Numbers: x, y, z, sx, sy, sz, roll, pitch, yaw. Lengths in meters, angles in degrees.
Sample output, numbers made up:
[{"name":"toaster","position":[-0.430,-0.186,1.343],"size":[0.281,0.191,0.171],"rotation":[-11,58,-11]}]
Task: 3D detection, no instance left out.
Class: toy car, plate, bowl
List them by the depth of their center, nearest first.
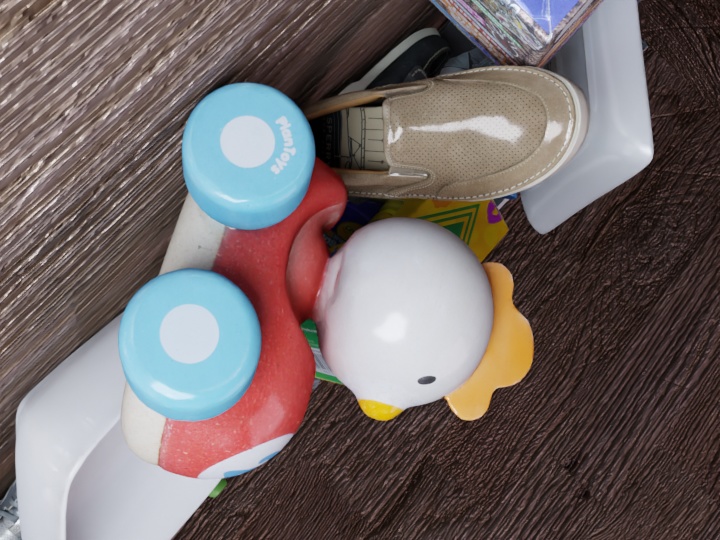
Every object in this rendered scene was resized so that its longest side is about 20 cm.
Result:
[{"name":"toy car","position":[-0.007,0.032,0.542],"size":[0.185,0.197,0.180],"rotation":[114,-9,-70]},{"name":"bowl","position":[-0.151,0.109,0.703],"size":[0.200,0.074,0.202],"rotation":[-46,156,-42]},{"name":"plate","position":[0.150,-0.147,0.799],"size":[0.032,0.204,0.200],"rotation":[-1,168,-13]}]

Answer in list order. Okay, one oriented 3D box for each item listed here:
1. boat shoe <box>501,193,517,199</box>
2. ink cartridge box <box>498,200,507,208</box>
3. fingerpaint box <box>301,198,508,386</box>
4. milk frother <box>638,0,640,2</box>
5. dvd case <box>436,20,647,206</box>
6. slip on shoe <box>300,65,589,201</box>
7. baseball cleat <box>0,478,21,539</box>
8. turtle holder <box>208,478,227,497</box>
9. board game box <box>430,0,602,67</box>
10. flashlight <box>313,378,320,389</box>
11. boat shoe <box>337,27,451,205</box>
[{"name":"boat shoe","position":[0.065,-0.118,0.871],"size":[0.083,0.199,0.069],"rotation":[22,99,-42]},{"name":"ink cartridge box","position":[0.036,-0.056,1.084],"size":[0.198,0.085,0.146],"rotation":[-15,156,-40]},{"name":"fingerpaint box","position":[-0.018,-0.008,0.795],"size":[0.167,0.074,0.199],"rotation":[-46,-153,-23]},{"name":"milk frother","position":[0.263,-0.349,0.914],"size":[0.188,0.178,0.203],"rotation":[-46,135,-42]},{"name":"dvd case","position":[0.130,-0.170,0.940],"size":[0.200,0.146,0.022],"rotation":[-48,180,20]},{"name":"slip on shoe","position":[0.033,-0.080,0.630],"size":[0.197,0.078,0.060],"rotation":[2,-177,30]},{"name":"baseball cleat","position":[-0.244,0.182,0.820],"size":[0.106,0.070,0.200],"rotation":[-46,177,-45]},{"name":"turtle holder","position":[-0.154,0.136,1.001],"size":[0.186,0.132,0.141],"rotation":[-46,179,-10]},{"name":"board game box","position":[0.119,-0.208,0.619],"size":[0.160,0.097,0.200],"rotation":[-47,178,5]},{"name":"flashlight","position":[-0.118,0.099,0.897],"size":[0.198,0.069,0.067],"rotation":[-7,158,-46]},{"name":"boat shoe","position":[0.023,-0.117,0.798],"size":[0.072,0.067,0.200],"rotation":[-51,180,44]}]
